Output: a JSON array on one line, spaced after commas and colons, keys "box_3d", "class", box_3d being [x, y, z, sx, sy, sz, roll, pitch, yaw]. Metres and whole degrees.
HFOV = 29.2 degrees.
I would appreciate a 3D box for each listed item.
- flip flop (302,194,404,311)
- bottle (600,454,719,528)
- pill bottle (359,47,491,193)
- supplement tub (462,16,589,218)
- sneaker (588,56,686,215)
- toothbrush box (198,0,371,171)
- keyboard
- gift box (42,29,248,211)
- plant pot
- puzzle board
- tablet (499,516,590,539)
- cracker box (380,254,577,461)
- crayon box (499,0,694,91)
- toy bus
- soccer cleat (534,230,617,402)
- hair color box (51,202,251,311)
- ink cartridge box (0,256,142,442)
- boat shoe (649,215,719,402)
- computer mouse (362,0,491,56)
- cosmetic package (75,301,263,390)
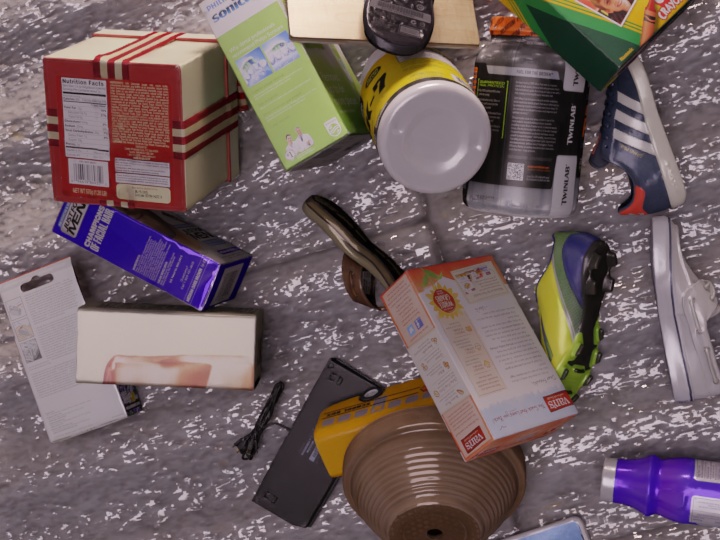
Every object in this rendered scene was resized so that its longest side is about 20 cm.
[{"box_3d": [0.000, 0.000, 1.524, 0.200, 0.081, 0.058, 46, 100, 11], "class": "flip flop"}, {"box_3d": [0.354, 0.233, 1.452, 0.199, 0.084, 0.066, 6, 98, 13], "class": "bottle"}, {"box_3d": [0.060, -0.165, 1.418, 0.114, 0.200, 0.115, -3, 114, -7], "class": "pill bottle"}, {"box_3d": [0.174, -0.159, 1.438, 0.122, 0.123, 0.201, 7, 98, 14], "class": "supplement tub"}, {"box_3d": [0.269, -0.151, 1.437, 0.084, 0.075, 0.201, -19, 91, 12], "class": "sneaker"}, {"box_3d": [-0.071, -0.215, 1.486, 0.086, 0.146, 0.201, -30, 87, 17], "class": "toothbrush box"}, {"box_3d": [-0.069, 0.190, 1.595, 0.127, 0.021, 0.201, 30, 102, 4], "class": "keyboard"}, {"box_3d": [-0.238, -0.158, 1.519, 0.184, 0.187, 0.201, 10, 113, 13], "class": "gift box"}, {"box_3d": [0.080, 0.244, 1.472, 0.200, 0.093, 0.202, 0, 131, 0], "class": "plant pot"}, {"box_3d": [0.019, -0.295, 1.444, 0.199, 0.017, 0.151, 1, 61, -12], "class": "puzzle board"}, {"box_3d": [0.177, 0.364, 1.550, 0.199, 0.014, 0.131, -21, 90, 17], "class": "tablet"}, {"box_3d": [0.123, 0.088, 1.444, 0.058, 0.134, 0.201, -45, 64, 42], "class": "cracker box"}, {"box_3d": [0.245, -0.305, 1.382, 0.173, 0.058, 0.200, 44, 66, 6], "class": "crayon box"}, {"box_3d": [0.054, 0.163, 1.521, 0.199, 0.078, 0.065, -17, 108, 16], "class": "toy bus"}, {"box_3d": [0.218, 0.054, 1.491, 0.084, 0.065, 0.201, 24, 108, 42], "class": "soccer cleat"}, {"box_3d": [-0.235, -0.031, 1.569, 0.199, 0.109, 0.065, 26, 102, 11], "class": "hair color box"}, {"box_3d": [-0.346, 0.092, 1.643, 0.109, 0.050, 0.201, -19, 90, 16], "class": "ink cartridge box"}, {"box_3d": [0.344, 0.037, 1.447, 0.065, 0.074, 0.201, -9, 104, 11], "class": "boat shoe"}, {"box_3d": [0.067, -0.278, 1.414, 0.140, 0.046, 0.201, 11, 55, -11], "class": "computer mouse"}, {"box_3d": [-0.212, 0.084, 1.555, 0.199, 0.103, 0.088, 3, 94, 1], "class": "cosmetic package"}]
